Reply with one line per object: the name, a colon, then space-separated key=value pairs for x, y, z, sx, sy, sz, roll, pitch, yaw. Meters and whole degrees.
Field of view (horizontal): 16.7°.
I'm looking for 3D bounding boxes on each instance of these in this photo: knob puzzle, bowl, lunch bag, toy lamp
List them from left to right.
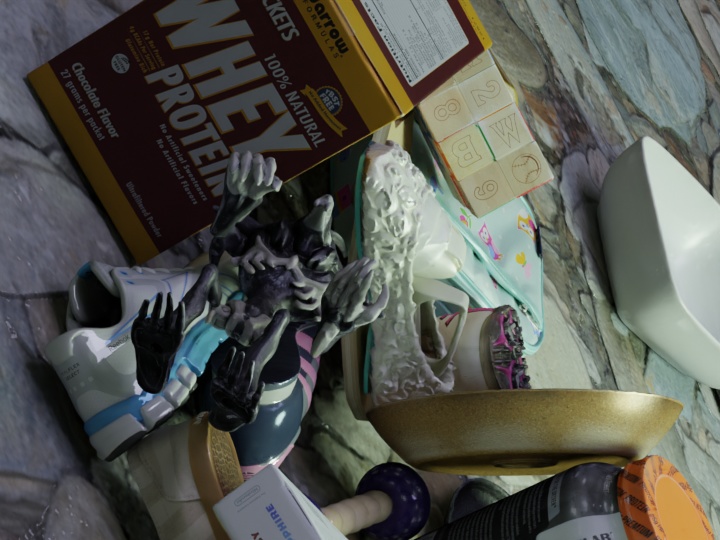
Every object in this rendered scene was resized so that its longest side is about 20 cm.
toy lamp: x=-0.021 y=0.151 z=1.461 sx=0.200 sy=0.058 sz=0.059 roll=-3 pitch=68 yaw=-67
knob puzzle: x=0.000 y=0.000 z=1.570 sx=0.220 sy=0.030 sz=0.222 roll=7 pitch=90 yaw=-82
lunch bag: x=0.060 y=-0.023 z=1.764 sx=0.200 sy=0.077 sz=0.161 roll=43 pitch=30 yaw=-35
bowl: x=0.280 y=0.005 z=2.179 sx=0.199 sy=0.074 sz=0.201 roll=37 pitch=35 yaw=-45

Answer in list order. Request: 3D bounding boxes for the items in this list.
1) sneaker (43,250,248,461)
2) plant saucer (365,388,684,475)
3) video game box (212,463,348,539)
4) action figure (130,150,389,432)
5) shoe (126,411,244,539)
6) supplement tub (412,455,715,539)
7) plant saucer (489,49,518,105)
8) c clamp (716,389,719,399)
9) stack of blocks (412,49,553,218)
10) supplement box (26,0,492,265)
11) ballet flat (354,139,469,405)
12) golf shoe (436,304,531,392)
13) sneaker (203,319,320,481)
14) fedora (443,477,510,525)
sneaker: x=-0.118 y=0.021 z=1.379 sx=0.087 sy=0.075 sz=0.200 roll=52 pitch=26 yaw=-10
plant saucer: x=0.102 y=0.104 z=1.529 sx=0.200 sy=0.199 sz=0.036 roll=16 pitch=69 yaw=-58
video game box: x=0.010 y=0.209 z=1.292 sx=0.183 sy=0.047 sz=0.200 roll=53 pitch=-1 yaw=26
action figure: x=-0.044 y=0.003 z=1.342 sx=0.119 sy=0.102 sz=0.200 roll=36 pitch=35 yaw=1
shoe: x=-0.073 y=0.175 z=1.337 sx=0.070 sy=0.053 sz=0.201 roll=-66 pitch=139 yaw=-77
supplement tub: x=0.113 y=0.195 z=1.505 sx=0.123 sy=0.199 sz=0.123 roll=44 pitch=31 yaw=-35
plant saucer: x=0.034 y=-0.178 z=1.789 sx=0.200 sy=0.048 sz=0.200 roll=36 pitch=15 yaw=-25
c clamp: x=0.380 y=0.140 z=2.300 sx=0.171 sy=0.027 sz=0.201 roll=26 pitch=43 yaw=-54
stack of blocks: x=0.051 y=-0.142 z=1.638 sx=0.201 sy=0.058 sz=0.115 roll=63 pitch=-1 yaw=-11
supplement box: x=-0.056 y=-0.128 z=1.492 sx=0.133 sy=0.196 sz=0.200 roll=59 pitch=24 yaw=-5
ballet flat: x=0.034 y=0.003 z=1.477 sx=0.072 sy=0.071 sz=0.201 roll=-89 pitch=177 yaw=-46
golf shoe: x=0.066 y=0.064 z=1.621 sx=0.200 sy=0.091 sz=0.073 roll=47 pitch=34 yaw=-87
sneaker: x=-0.061 y=0.068 z=1.473 sx=0.200 sy=0.070 sz=0.083 roll=-62 pitch=159 yaw=-72
fedora: x=0.141 y=0.221 z=1.662 sx=0.201 sy=0.091 sz=0.201 roll=46 pitch=29 yaw=-35
